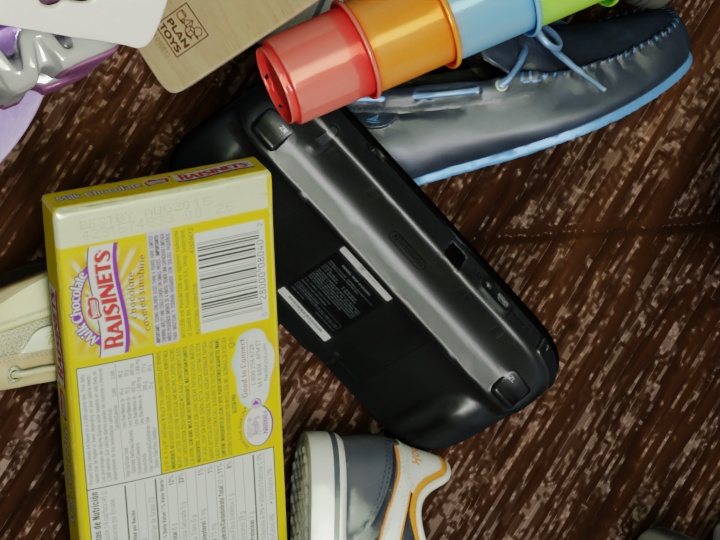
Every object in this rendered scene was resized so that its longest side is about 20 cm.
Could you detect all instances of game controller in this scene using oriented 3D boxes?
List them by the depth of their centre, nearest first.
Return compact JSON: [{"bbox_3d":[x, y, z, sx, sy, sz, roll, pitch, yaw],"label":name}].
[{"bbox_3d":[0.000,0.000,1.189,0.200,0.104,0.042,48,45,-13],"label":"game controller"}]

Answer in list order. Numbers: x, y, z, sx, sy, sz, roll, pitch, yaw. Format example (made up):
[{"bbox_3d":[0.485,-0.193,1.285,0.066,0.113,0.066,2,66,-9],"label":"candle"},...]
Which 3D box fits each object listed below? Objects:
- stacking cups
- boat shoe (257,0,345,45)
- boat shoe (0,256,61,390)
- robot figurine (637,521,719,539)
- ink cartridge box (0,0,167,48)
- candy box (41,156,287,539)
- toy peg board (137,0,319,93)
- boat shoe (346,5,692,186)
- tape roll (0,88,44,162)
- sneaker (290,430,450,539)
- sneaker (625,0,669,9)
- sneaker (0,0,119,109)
[{"bbox_3d":[0.048,-0.125,1.133,0.200,0.060,0.061,-22,97,-12],"label":"stacking cups"},{"bbox_3d":[-0.013,-0.198,1.185,0.065,0.074,0.201,18,87,-18],"label":"boat shoe"},{"bbox_3d":[-0.192,0.049,1.153,0.200,0.073,0.063,-23,101,-22],"label":"boat shoe"},{"bbox_3d":[0.177,0.222,1.229,0.169,0.113,0.201,-7,94,-9],"label":"robot figurine"},{"bbox_3d":[-0.111,-0.198,1.024,0.117,0.067,0.200,7,113,-38],"label":"ink cartridge box"},{"bbox_3d":[-0.086,0.052,1.161,0.102,0.026,0.200,-10,116,-19],"label":"candy box"},{"bbox_3d":[-0.046,-0.218,1.121,0.199,0.098,0.200,-32,94,21],"label":"toy peg board"},{"bbox_3d":[0.062,-0.091,1.202,0.200,0.084,0.069,-22,111,-14],"label":"boat shoe"},{"bbox_3d":[-0.235,-0.116,1.127,0.199,0.085,0.201,-1,92,-15],"label":"tape roll"},{"bbox_3d":[0.005,0.177,1.203,0.079,0.078,0.201,4,92,-14],"label":"sneaker"},{"bbox_3d":[0.101,-0.225,1.212,0.104,0.060,0.200,7,76,-23],"label":"sneaker"},{"bbox_3d":[-0.204,-0.093,1.058,0.200,0.080,0.089,-23,93,-18],"label":"sneaker"}]
